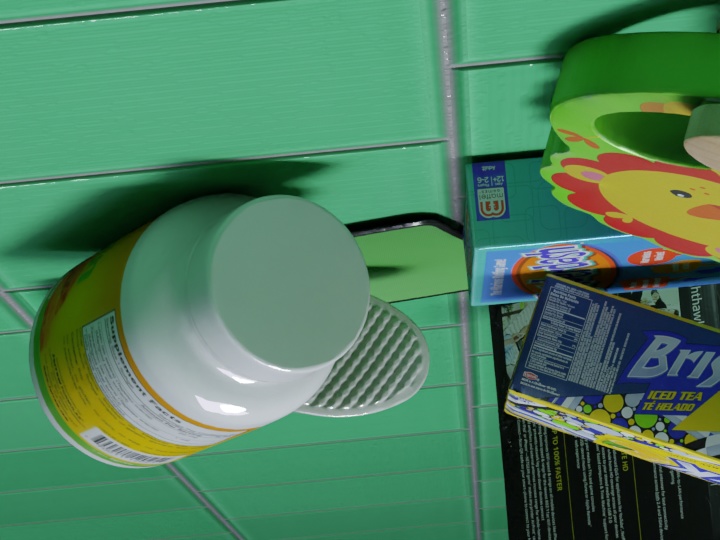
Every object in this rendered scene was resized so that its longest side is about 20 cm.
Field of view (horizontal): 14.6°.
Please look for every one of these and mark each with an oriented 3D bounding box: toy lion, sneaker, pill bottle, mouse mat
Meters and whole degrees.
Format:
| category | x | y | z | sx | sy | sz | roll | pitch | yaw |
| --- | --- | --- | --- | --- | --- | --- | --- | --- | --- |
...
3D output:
| category | x | y | z | sx | sy | sz | roll | pitch | yaw |
| --- | --- | --- | --- | --- | --- | --- | --- | --- | --- |
| toy lion | 0.148 | -0.045 | 1.163 | 0.191 | 0.069 | 0.200 | 4 | 162 | 44 |
| sneaker | -0.062 | 0.042 | 1.540 | 0.199 | 0.073 | 0.114 | 6 | 173 | 0 |
| pill bottle | -0.075 | 0.026 | 1.346 | 0.110 | 0.112 | 0.200 | 0 | 168 | -27 |
| mouse mat | 0.000 | 0.000 | 1.525 | 0.160 | 0.008 | 0.200 | -9 | 169 | 21 |

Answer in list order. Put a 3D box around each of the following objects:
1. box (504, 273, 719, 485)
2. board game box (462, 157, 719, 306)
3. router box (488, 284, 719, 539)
| category | x | y | z | sx | sy | sz | roll | pitch | yaw |
| --- | --- | --- | --- | --- | --- | --- | --- | --- | --- |
| box | 0.173 | 0.067 | 1.370 | 0.199 | 0.065 | 0.070 | 19 | 170 | 5 |
| board game box | 0.150 | -0.024 | 1.366 | 0.199 | 0.045 | 0.152 | -5 | 169 | 1 |
| router box | 0.154 | 0.102 | 1.607 | 0.148 | 0.201 | 0.051 | -12 | 166 | 30 |
